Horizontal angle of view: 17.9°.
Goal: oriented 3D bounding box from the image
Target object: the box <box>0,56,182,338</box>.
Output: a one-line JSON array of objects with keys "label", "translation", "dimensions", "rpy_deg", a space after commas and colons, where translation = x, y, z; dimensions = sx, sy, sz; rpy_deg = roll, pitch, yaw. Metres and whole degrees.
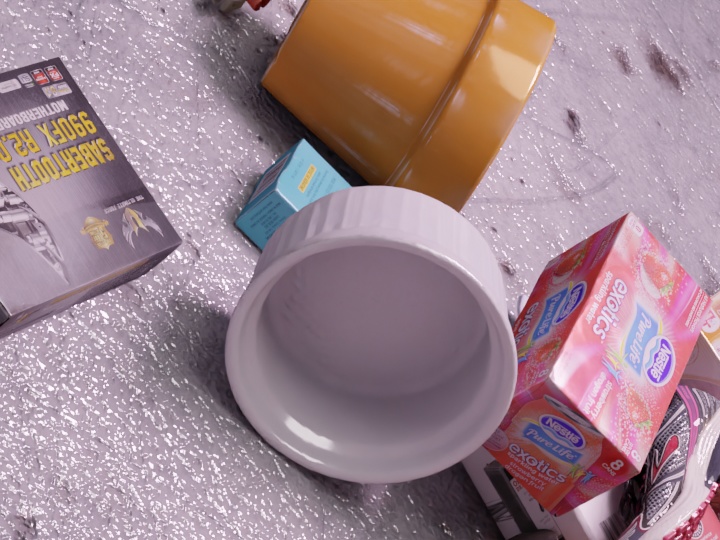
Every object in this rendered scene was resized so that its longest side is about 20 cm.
[{"label": "box", "translation": [-0.226, -0.048, 1.504], "dimensions": [0.159, 0.048, 0.200], "rpy_deg": [56, 32, 6]}]

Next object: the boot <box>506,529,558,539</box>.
[{"label": "boot", "translation": [0.112, 0.270, 1.625], "dimensions": [0.076, 0.073, 0.201], "rpy_deg": [57, 32, -29]}]

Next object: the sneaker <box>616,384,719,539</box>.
[{"label": "sneaker", "translation": [0.220, 0.162, 1.680], "dimensions": [0.074, 0.081, 0.200], "rpy_deg": [28, 41, 11]}]

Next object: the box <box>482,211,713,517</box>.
[{"label": "box", "translation": [0.169, 0.067, 1.666], "dimensions": [0.103, 0.094, 0.200], "rpy_deg": [46, 43, -12]}]

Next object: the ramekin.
[{"label": "ramekin", "translation": [0.010, 0.039, 1.589], "dimensions": [0.200, 0.200, 0.098], "rpy_deg": [41, 26, -18]}]

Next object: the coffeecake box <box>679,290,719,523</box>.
[{"label": "coffeecake box", "translation": [0.272, 0.143, 1.812], "dimensions": [0.201, 0.153, 0.073], "rpy_deg": [57, 36, 5]}]

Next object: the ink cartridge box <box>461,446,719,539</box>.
[{"label": "ink cartridge box", "translation": [0.171, 0.160, 1.744], "dimensions": [0.146, 0.083, 0.201], "rpy_deg": [-24, 83, -48]}]

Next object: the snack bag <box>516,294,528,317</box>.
[{"label": "snack bag", "translation": [0.184, 0.131, 1.873], "dimensions": [0.188, 0.021, 0.201], "rpy_deg": [34, 40, -26]}]

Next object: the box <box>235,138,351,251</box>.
[{"label": "box", "translation": [0.000, 0.000, 1.743], "dimensions": [0.200, 0.049, 0.082], "rpy_deg": [44, 33, -13]}]

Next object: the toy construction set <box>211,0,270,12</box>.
[{"label": "toy construction set", "translation": [-0.102, -0.304, 1.868], "dimensions": [0.131, 0.092, 0.201], "rpy_deg": [23, 44, -76]}]

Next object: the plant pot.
[{"label": "plant pot", "translation": [0.028, -0.156, 1.820], "dimensions": [0.182, 0.201, 0.201], "rpy_deg": [29, 36, -5]}]
